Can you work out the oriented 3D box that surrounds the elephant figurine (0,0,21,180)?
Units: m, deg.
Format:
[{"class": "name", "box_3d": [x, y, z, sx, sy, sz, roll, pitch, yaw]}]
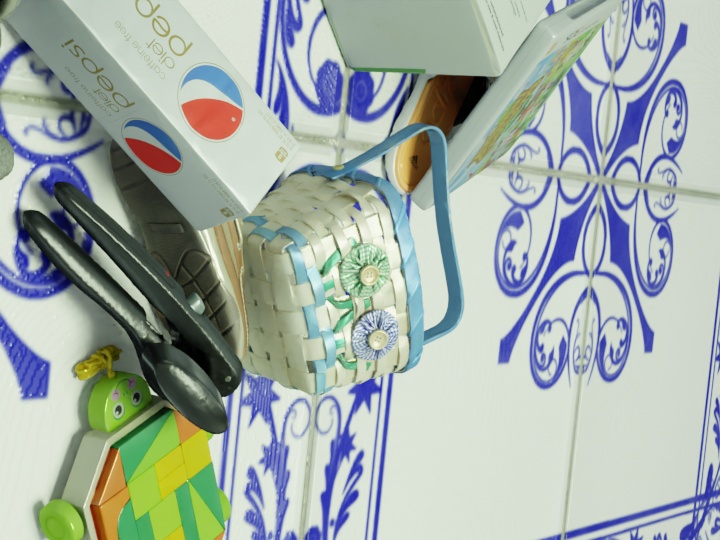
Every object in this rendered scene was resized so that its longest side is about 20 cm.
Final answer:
[{"class": "elephant figurine", "box_3d": [-0.244, -0.136, 0.852, 0.142, 0.155, 0.200, 53, 23, 9]}]

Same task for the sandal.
[{"class": "sandal", "box_3d": [0.086, -0.153, 1.382, 0.079, 0.059, 0.208, 48, 57, -49]}]

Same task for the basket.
[{"class": "basket", "box_3d": [0.000, 0.000, 1.209, 0.199, 0.138, 0.178, -31, 121, -38]}]

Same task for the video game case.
[{"class": "video game case", "box_3d": [0.137, -0.151, 1.369, 0.200, 0.022, 0.182, -53, 170, 33]}]

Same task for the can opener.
[{"class": "can opener", "box_3d": [-0.143, 0.020, 1.045, 0.063, 0.079, 0.201, -41, 116, -13]}]

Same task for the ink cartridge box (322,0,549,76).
[{"class": "ink cartridge box", "box_3d": [0.082, -0.250, 1.280, 0.200, 0.146, 0.083, -56, 137, -35]}]

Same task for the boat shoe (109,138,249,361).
[{"class": "boat shoe", "box_3d": [-0.108, -0.024, 1.104, 0.072, 0.075, 0.201, -45, 133, -45]}]

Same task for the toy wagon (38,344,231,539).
[{"class": "toy wagon", "box_3d": [-0.154, 0.149, 1.098, 0.155, 0.039, 0.202, -36, 125, -48]}]

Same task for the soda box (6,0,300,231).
[{"class": "soda box", "box_3d": [-0.132, -0.121, 0.994, 0.200, 0.063, 0.068, 49, 54, -21]}]
